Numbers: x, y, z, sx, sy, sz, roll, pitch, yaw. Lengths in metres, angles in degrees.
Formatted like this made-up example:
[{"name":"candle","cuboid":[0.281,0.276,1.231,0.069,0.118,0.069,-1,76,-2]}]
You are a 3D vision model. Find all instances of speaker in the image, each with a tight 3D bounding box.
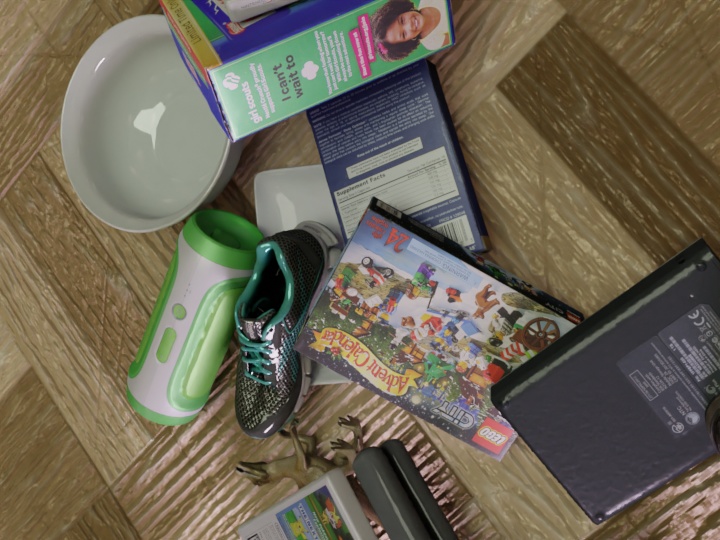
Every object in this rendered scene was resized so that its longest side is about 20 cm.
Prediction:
[{"name":"speaker","cuboid":[-0.156,0.046,0.873,0.088,0.088,0.202,35,116,21]}]

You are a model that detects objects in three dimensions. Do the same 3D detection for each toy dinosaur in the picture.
[{"name":"toy dinosaur","cuboid":[-0.021,0.192,0.854,0.198,0.058,0.102,20,115,25]}]

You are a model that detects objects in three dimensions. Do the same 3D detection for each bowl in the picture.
[{"name":"bowl","cuboid":[-0.183,-0.135,0.892,0.199,0.090,0.204,0,90,26]}]

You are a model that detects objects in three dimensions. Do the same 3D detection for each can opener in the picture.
[{"name":"can opener","cuboid":[0.068,0.223,0.752,0.067,0.053,0.201,-49,63,38]}]

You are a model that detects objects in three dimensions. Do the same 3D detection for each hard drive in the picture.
[{"name":"hard drive","cuboid":[0.218,0.090,0.707,0.199,0.033,0.140,-38,99,19]}]

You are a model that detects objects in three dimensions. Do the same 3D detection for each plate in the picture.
[{"name":"plate","cuboid":[0.000,0.000,0.840,0.198,0.032,0.203,-5,88,26]}]

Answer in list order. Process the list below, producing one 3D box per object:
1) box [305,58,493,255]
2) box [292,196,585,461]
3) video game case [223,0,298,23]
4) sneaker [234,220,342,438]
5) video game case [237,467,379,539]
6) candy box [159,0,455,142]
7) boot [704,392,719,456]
[{"name":"box","cuboid":[0.026,-0.093,0.791,0.120,0.032,0.202,-19,83,22]},{"name":"box","cuboid":[0.063,0.049,0.754,0.198,0.038,0.138,28,110,-4]},{"name":"video game case","cuboid":[-0.037,-0.278,0.743,0.180,0.024,0.201,-20,43,-2]},{"name":"sneaker","cuboid":[-0.083,0.053,0.814,0.077,0.091,0.203,17,99,25]},{"name":"video game case","cuboid":[-0.021,0.292,0.820,0.182,0.022,0.202,-41,74,47]},{"name":"candy box","cuboid":[-0.049,-0.208,0.750,0.198,0.077,0.170,-27,45,-8]},{"name":"boot","cuboid":[0.297,0.177,0.608,0.069,0.174,0.200,-43,94,19]}]
